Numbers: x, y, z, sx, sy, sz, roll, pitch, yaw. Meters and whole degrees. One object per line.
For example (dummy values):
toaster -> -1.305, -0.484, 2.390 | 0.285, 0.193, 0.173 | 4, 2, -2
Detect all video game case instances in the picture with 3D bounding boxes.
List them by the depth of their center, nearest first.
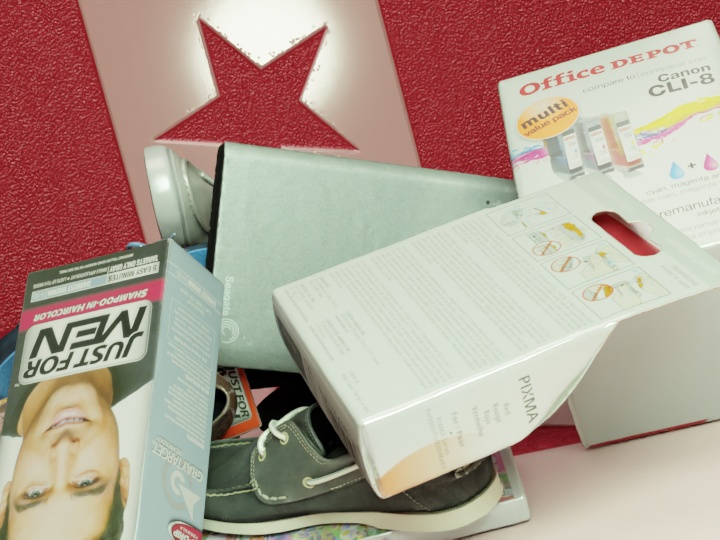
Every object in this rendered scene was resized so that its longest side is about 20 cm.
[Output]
video game case -> -0.013, 0.123, 0.850 | 0.199, 0.018, 0.143 | -15, 22, 2

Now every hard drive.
hard drive -> 0.000, 0.000, 0.967 | 0.199, 0.140, 0.033 | 6, -5, -15

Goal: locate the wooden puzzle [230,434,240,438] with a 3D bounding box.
wooden puzzle -> -0.152, 0.151, 0.981 | 0.185, 0.046, 0.200 | -12, 7, 33

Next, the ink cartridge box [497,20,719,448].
ink cartridge box -> 0.175, -0.025, 0.911 | 0.145, 0.145, 0.200 | -15, 41, 10

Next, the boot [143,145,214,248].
boot -> -0.093, -0.049, 1.061 | 0.095, 0.074, 0.200 | -12, -9, 0

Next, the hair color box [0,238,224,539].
hair color box -> -0.137, 0.090, 0.808 | 0.099, 0.201, 0.061 | -13, -33, 24

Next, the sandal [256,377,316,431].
sandal -> -0.002, 0.090, 1.034 | 0.200, 0.045, 0.075 | 2, 31, 41

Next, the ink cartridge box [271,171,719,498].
ink cartridge box -> 0.069, 0.024, 0.768 | 0.199, 0.050, 0.162 | -18, 27, -11

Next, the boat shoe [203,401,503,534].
boat shoe -> -0.024, 0.098, 0.807 | 0.199, 0.068, 0.072 | -7, 26, 26

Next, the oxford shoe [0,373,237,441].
oxford shoe -> -0.170, 0.097, 0.891 | 0.199, 0.072, 0.073 | -19, -3, -12

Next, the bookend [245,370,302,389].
bookend -> -0.047, 0.033, 1.118 | 0.200, 0.092, 0.198 | -16, -9, 37

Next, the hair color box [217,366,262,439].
hair color box -> -0.176, 0.104, 0.988 | 0.199, 0.061, 0.101 | -20, 11, -19

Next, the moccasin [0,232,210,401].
moccasin -> -0.152, 0.021, 0.976 | 0.199, 0.081, 0.068 | -19, 24, -21
